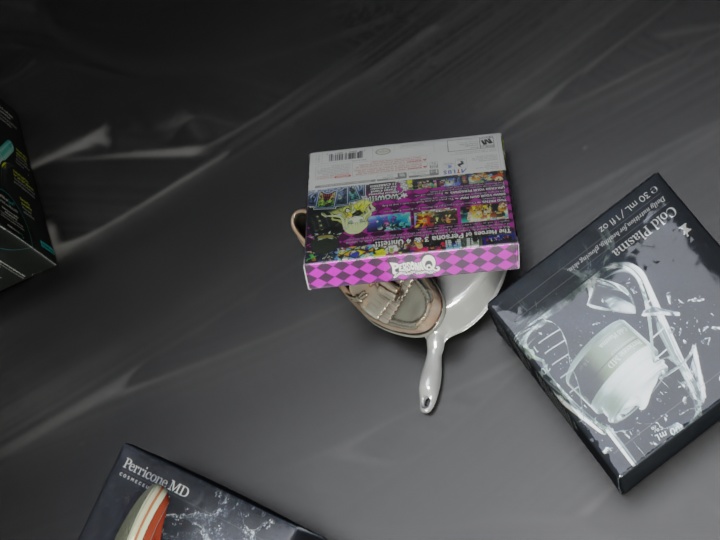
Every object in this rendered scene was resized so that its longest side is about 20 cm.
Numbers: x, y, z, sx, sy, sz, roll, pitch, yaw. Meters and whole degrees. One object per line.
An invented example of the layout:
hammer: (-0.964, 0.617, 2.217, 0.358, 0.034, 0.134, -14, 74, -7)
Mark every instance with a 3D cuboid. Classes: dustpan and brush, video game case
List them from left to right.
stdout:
video game case: (0.046, -0.060, 1.267, 0.197, 0.036, 0.182, -6, 39, 4)
dustpan and brush: (0.075, 0.036, 1.298, 0.138, 0.057, 0.203, 3, 68, 27)

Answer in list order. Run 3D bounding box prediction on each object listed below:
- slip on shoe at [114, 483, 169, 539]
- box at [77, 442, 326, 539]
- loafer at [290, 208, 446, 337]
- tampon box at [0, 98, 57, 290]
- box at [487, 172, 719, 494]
slip on shoe: (-0.198, 0.287, 1.162, 0.060, 0.074, 0.203, 18, 70, -16)
box: (-0.166, 0.297, 1.242, 0.195, 0.118, 0.202, 21, 79, 19)
loafer: (0.000, 0.000, 1.282, 0.200, 0.063, 0.072, 38, 98, 43)
tampon box: (-0.428, -0.089, 1.402, 0.125, 0.150, 0.202, -23, 70, 6)
box: (0.253, 0.059, 1.205, 0.199, 0.124, 0.197, -38, 71, 1)
